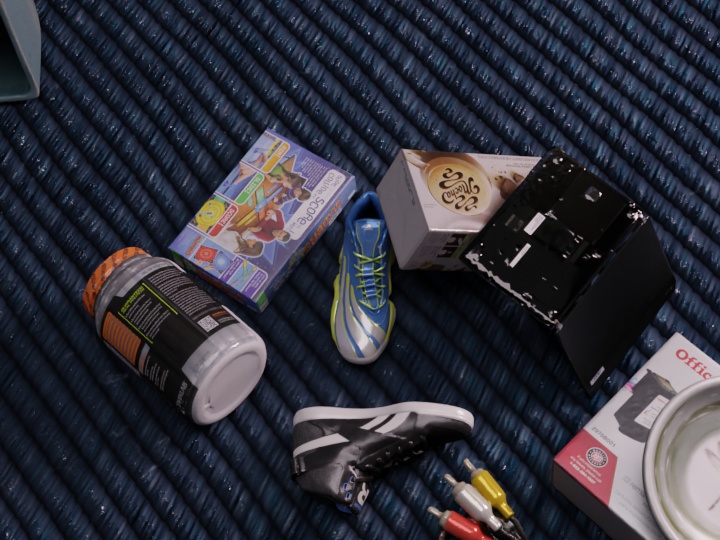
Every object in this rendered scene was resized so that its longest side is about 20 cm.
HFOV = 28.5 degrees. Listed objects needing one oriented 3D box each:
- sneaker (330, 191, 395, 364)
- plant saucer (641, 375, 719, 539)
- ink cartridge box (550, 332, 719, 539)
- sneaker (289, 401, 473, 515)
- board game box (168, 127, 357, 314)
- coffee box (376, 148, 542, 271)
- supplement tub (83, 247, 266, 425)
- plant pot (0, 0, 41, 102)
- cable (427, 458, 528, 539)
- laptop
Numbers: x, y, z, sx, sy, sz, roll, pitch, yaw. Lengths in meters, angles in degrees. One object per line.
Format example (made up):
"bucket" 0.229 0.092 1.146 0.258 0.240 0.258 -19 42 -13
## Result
"sneaker" 0.000 0.000 1.604 0.075 0.105 0.201 -1 60 8
"plant saucer" 0.367 0.205 1.385 0.198 0.050 0.202 2 71 -5
"ink cartridge box" 0.316 0.186 1.473 0.200 0.083 0.146 -43 65 -16
"sneaker" 0.023 0.205 1.514 0.198 0.073 0.113 -4 64 15
"board game box" -0.115 -0.062 1.693 0.135 0.035 0.200 31 69 21
"coffee box" 0.131 -0.064 1.588 0.199 0.080 0.114 2 55 -27
"supplement tub" -0.211 0.068 1.585 0.200 0.123 0.123 39 72 24
"plant pot" -0.520 -0.351 1.827 0.194 0.197 0.201 -5 51 5
"cable" 0.158 0.283 1.458 0.199 0.050 0.097 31 70 23
"laptop" 0.231 0.001 1.552 0.200 0.103 0.177 37 70 11
